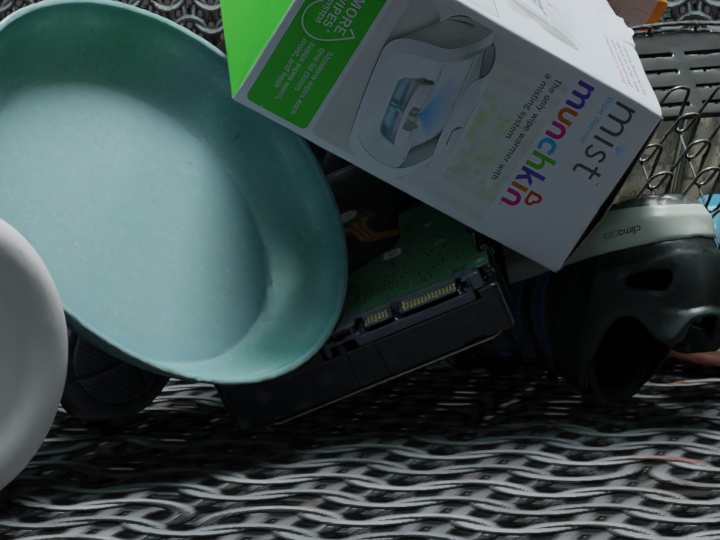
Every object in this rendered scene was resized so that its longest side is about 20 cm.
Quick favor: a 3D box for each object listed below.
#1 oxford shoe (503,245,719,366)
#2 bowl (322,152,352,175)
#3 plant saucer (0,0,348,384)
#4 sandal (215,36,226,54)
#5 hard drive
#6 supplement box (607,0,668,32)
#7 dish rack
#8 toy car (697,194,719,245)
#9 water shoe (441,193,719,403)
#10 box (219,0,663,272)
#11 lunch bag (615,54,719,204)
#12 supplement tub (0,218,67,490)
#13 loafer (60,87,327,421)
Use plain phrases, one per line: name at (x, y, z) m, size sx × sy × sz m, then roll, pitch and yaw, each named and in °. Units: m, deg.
oxford shoe at (0.163, 0.005, 1.358) m, size 0.200 × 0.074 × 0.071 m, roll 10°, pitch 8°, yaw 7°
bowl at (-0.057, -0.028, 1.471) m, size 0.200 × 0.039 × 0.201 m, roll -23°, pitch 24°, yaw 10°
plant saucer at (-0.096, -0.029, 1.169) m, size 0.200 × 0.200 × 0.036 m, roll -9°, pitch -25°, yaw -46°
sandal at (-0.091, -0.066, 1.601) m, size 0.057 × 0.201 × 0.080 m, roll 21°, pitch 31°, yaw -46°
hard drive at (0.000, 0.000, 1.275) m, size 0.140 × 0.038 × 0.200 m, roll -23°, pitch 21°, yaw 7°
supplement box at (0.060, -0.131, 1.449) m, size 0.200 × 0.126 × 0.074 m, roll 12°, pitch 25°, yaw -50°
dish rack at (0.191, -0.050, 1.338) m, size 0.153 × 0.200 × 0.055 m, roll -5°, pitch -31°, yaw -21°
toy car at (0.275, -0.077, 1.514) m, size 0.184 × 0.200 × 0.177 m, roll 1°, pitch 8°, yaw 17°
water shoe at (0.098, 0.030, 1.267) m, size 0.071 × 0.079 × 0.200 m, roll -2°, pitch -18°, yaw -31°
box at (0.033, -0.113, 1.251) m, size 0.176 × 0.097 × 0.200 m, roll 28°, pitch 19°, yaw -18°
lunch bag at (0.187, -0.094, 1.925) m, size 0.168 × 0.140 × 0.200 m, roll 13°, pitch -1°, yaw -36°
supplement tub at (-0.223, 0.027, 1.102) m, size 0.132 × 0.132 × 0.200 m, roll -7°, pitch 10°, yaw -37°
loafer at (-0.086, -0.015, 1.258) m, size 0.072 × 0.200 × 0.063 m, roll 37°, pitch -19°, yaw -9°
